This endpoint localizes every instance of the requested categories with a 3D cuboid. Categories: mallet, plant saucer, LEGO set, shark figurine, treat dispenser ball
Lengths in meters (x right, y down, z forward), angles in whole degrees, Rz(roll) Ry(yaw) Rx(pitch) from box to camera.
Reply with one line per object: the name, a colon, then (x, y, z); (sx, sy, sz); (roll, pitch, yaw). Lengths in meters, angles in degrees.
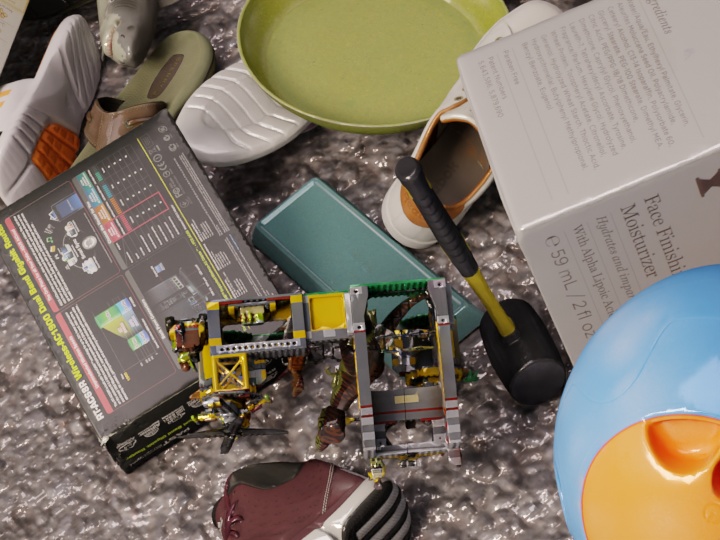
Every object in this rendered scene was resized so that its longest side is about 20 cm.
mallet: (0.070, 0.009, 1.274); (0.041, 0.200, 0.066); (-30, 50, 5)
plant saucer: (0.000, 0.000, 1.446); (0.070, 0.019, 0.200); (-39, 46, -11)
plant saucer: (0.010, -0.161, 1.544); (0.198, 0.031, 0.201); (0, 46, 0)
LEGO set: (-0.016, 0.081, 1.292); (0.198, 0.154, 0.117); (-3, 75, -10)
shark figurine: (-0.172, -0.248, 1.670); (0.089, 0.128, 0.217); (-6, 77, -8)
treat dispenser ball: (0.201, 0.097, 1.127); (0.199, 0.202, 0.202); (-13, 46, 14)

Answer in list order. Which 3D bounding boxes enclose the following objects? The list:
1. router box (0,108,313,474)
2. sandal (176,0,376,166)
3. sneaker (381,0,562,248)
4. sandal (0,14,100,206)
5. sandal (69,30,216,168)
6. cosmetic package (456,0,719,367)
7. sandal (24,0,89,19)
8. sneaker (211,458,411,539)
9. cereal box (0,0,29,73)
router box: (-0.143, 0.012, 1.435); (0.149, 0.062, 0.201); (-30, 61, -4)
sandal: (-0.053, -0.128, 1.570); (0.082, 0.050, 0.202); (32, 56, 25)
sneaker: (0.091, -0.104, 1.436); (0.072, 0.085, 0.201); (33, 72, -2)
sandal: (-0.250, -0.114, 1.635); (0.059, 0.080, 0.208); (-8, 39, 21)
sandal: (-0.176, -0.112, 1.604); (0.079, 0.058, 0.202); (4, 52, 29)
cosmetic package: (0.188, -0.062, 1.304); (0.198, 0.165, 0.166); (-22, 44, 7)
sandal: (-0.221, -0.256, 1.749); (0.199, 0.081, 0.057); (-11, 8, 20)
sneaker: (-0.071, 0.185, 1.282); (0.200, 0.076, 0.115); (-39, 39, -26)
cereal box: (-0.312, -0.163, 1.662); (0.143, 0.039, 0.202); (-21, 45, 53)
